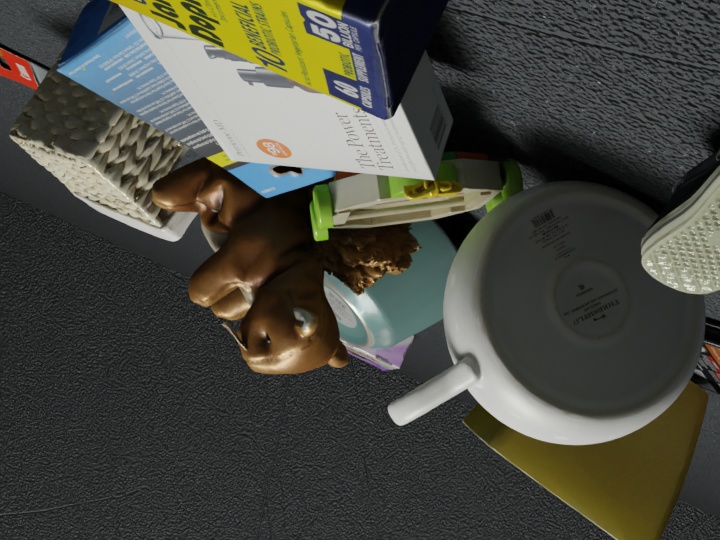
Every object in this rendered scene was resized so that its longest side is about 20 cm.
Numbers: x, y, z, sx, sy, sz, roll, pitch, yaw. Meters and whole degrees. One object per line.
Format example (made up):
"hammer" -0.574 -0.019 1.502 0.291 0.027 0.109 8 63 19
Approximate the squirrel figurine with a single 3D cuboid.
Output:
"squirrel figurine" -0.050 -0.012 0.964 0.187 0.199 0.142 63 179 33

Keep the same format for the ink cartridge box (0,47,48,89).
"ink cartridge box" -0.375 -0.202 1.383 0.199 0.050 0.162 23 171 -6

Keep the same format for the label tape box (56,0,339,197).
"label tape box" -0.102 -0.139 0.835 0.199 0.064 0.144 31 157 -30

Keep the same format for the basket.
"basket" -0.226 -0.130 1.072 0.123 0.136 0.199 39 167 -38

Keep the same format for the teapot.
"teapot" 0.140 0.040 0.826 0.198 0.199 0.146 18 162 -6

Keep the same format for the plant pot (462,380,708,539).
"plant pot" 0.251 0.160 1.206 0.199 0.177 0.200 36 178 -2

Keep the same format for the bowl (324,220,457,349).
"bowl" 0.000 0.000 1.114 0.200 0.105 0.201 37 158 18

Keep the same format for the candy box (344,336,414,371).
"candy box" 0.001 0.124 2.157 0.167 0.072 0.200 26 172 -3

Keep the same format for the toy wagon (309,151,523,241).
"toy wagon" 0.041 -0.058 0.842 0.154 0.040 0.200 -8 175 -5

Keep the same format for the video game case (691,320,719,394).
"video game case" 0.372 0.096 1.090 0.180 0.026 0.200 20 169 36

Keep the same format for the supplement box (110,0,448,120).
"supplement box" -0.056 -0.165 0.484 0.199 0.110 0.109 25 171 10

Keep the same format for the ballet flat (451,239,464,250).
"ballet flat" 0.082 -0.002 1.202 0.070 0.071 0.200 29 171 -25

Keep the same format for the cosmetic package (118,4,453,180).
"cosmetic package" -0.042 -0.129 0.663 0.150 0.052 0.200 9 157 23

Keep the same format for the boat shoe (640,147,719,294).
"boat shoe" 0.215 -0.046 0.585 0.074 0.063 0.200 31 156 -6
